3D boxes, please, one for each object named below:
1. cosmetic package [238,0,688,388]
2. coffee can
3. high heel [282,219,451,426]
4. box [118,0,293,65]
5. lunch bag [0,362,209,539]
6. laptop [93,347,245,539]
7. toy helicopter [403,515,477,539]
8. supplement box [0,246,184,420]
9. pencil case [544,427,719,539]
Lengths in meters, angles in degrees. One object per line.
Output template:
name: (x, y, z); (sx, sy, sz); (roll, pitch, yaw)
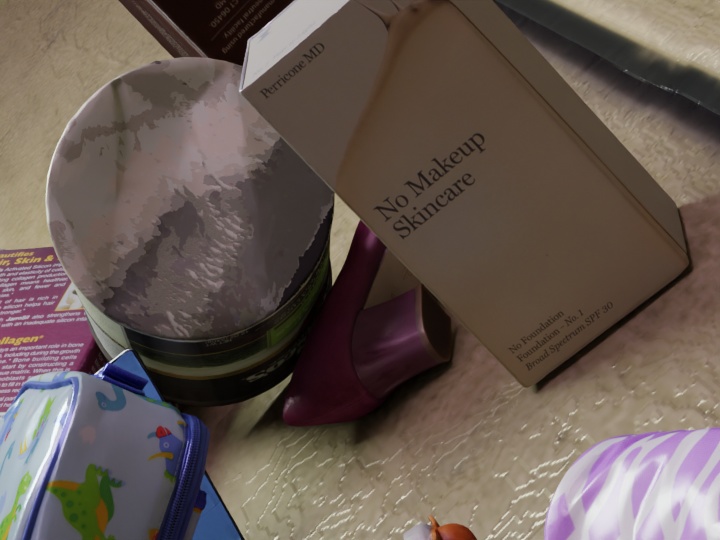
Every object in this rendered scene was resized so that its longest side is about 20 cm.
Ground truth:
cosmetic package: (0.049, -0.055, 1.042); (0.103, 0.200, 0.073); (-39, 20, 19)
coffee can: (-0.087, -0.015, 1.219); (0.147, 0.146, 0.200); (-49, -7, -10)
high heel: (0.000, 0.000, 1.230); (0.096, 0.068, 0.200); (-26, 28, 21)
box: (-0.068, -0.210, 1.659); (0.166, 0.164, 0.200); (-47, 19, -4)
lunch bag: (-0.135, 0.125, 1.026); (0.200, 0.082, 0.162); (167, 122, -71)
laptop: (-0.154, 0.178, 1.131); (0.187, 0.116, 0.200); (-38, 20, 24)
toy helicopter: (0.020, 0.153, 0.915); (0.132, 0.079, 0.200); (-44, 28, -22)
supplement box: (-0.192, 0.081, 1.366); (0.130, 0.104, 0.200); (-5, 38, 26)
pencil case: (0.133, 0.094, 0.737); (0.085, 0.084, 0.200); (-16, 3, -28)
